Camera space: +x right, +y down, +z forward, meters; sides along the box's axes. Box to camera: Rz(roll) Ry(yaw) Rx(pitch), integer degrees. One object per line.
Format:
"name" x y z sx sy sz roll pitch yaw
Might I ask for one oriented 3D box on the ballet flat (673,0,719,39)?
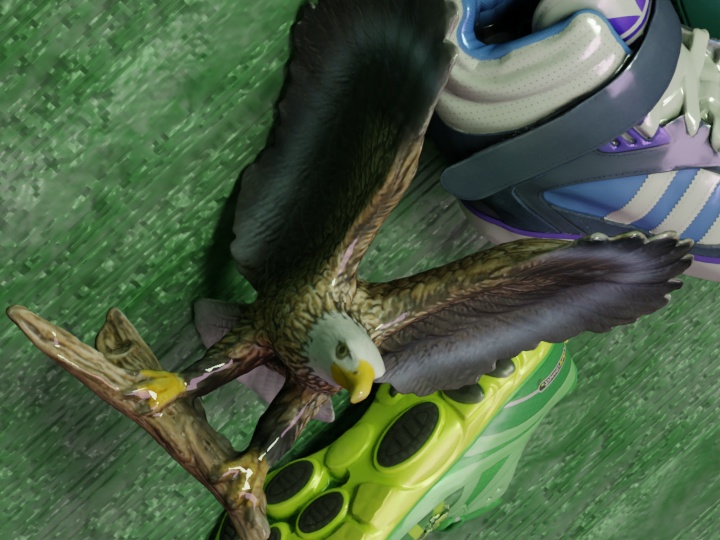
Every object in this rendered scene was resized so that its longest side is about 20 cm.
"ballet flat" 0.139 -0.137 1.065 0.065 0.070 0.200 -60 148 -18

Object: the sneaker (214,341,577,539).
"sneaker" 0.018 0.095 1.172 0.200 0.074 0.084 -44 137 5

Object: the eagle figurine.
"eagle figurine" 0.003 0.004 1.009 0.200 0.151 0.152 -45 142 7

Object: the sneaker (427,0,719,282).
"sneaker" 0.120 -0.066 1.035 0.199 0.081 0.147 1 147 11
